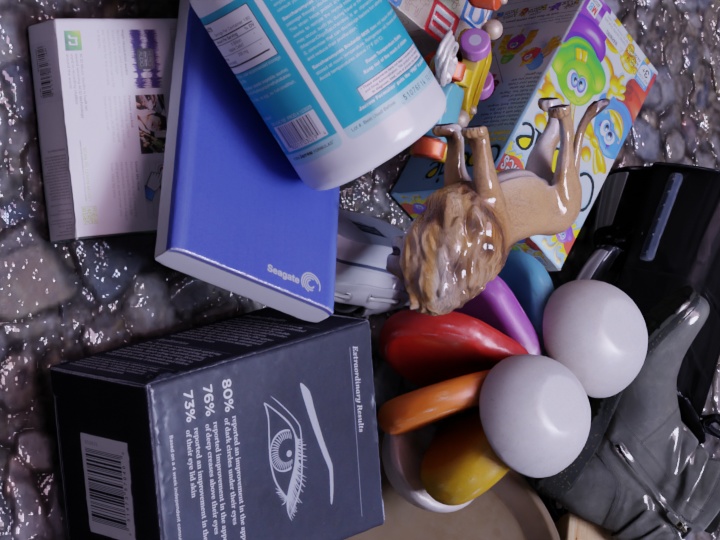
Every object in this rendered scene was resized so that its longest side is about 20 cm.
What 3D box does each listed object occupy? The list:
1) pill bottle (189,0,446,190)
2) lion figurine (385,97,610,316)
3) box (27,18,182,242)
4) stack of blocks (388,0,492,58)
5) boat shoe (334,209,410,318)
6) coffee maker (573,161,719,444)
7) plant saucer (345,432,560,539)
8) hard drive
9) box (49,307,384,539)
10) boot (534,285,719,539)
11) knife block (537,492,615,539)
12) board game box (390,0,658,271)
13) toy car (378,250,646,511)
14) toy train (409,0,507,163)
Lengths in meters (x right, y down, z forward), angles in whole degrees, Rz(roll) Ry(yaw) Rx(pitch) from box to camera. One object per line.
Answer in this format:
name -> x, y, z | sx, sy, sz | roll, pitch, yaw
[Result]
pill bottle -> -0.038, -0.161, 1.379 | 0.111, 0.111, 0.200 | -40, 104, -37
lion figurine -> 0.103, -0.046, 1.449 | 0.200, 0.072, 0.123 | -15, 103, -34
box -> -0.128, -0.098, 1.443 | 0.200, 0.036, 0.145 | -6, 91, -42
stack of blocks -> 0.016, -0.244, 1.572 | 0.200, 0.058, 0.115 | 35, 64, -36
boat shoe -> 0.000, 0.000, 1.541 | 0.200, 0.074, 0.065 | 19, 109, -50
coffee maker -> 0.253, 0.030, 1.690 | 0.135, 0.192, 0.200 | 90, 23, -64
plant saucer -> 0.056, 0.209, 1.543 | 0.200, 0.029, 0.201 | 13, 55, -19
hard drive -> -0.070, -0.078, 1.417 | 0.132, 0.025, 0.200 | 23, 56, -33
box -> -0.090, 0.117, 1.404 | 0.200, 0.104, 0.148 | -14, 104, -44
boot -> 0.230, 0.119, 1.573 | 0.130, 0.068, 0.200 | 33, 105, -2
knife block -> 0.174, 0.224, 1.609 | 0.064, 0.200, 0.176 | 16, 102, -14
board game box -> 0.128, -0.106, 1.636 | 0.103, 0.105, 0.200 | 47, 58, -31
toy car -> 0.087, 0.064, 1.497 | 0.150, 0.175, 0.200 | 50, 50, -9
toy train -> 0.061, -0.166, 1.507 | 0.200, 0.055, 0.151 | -61, 160, -48
